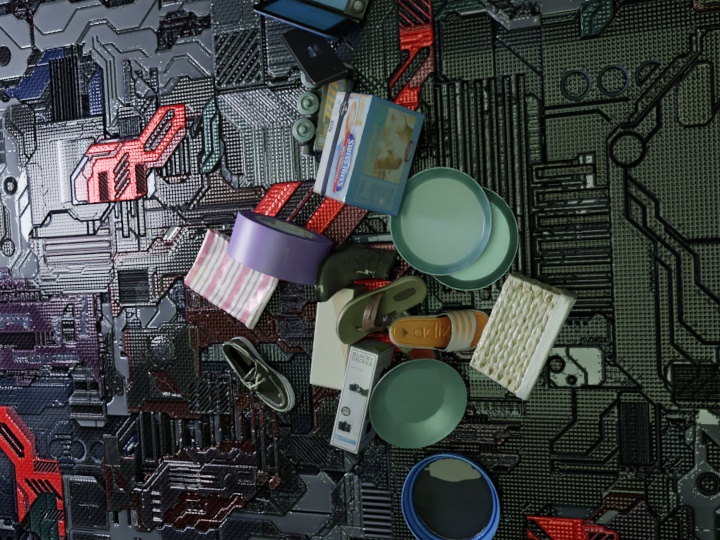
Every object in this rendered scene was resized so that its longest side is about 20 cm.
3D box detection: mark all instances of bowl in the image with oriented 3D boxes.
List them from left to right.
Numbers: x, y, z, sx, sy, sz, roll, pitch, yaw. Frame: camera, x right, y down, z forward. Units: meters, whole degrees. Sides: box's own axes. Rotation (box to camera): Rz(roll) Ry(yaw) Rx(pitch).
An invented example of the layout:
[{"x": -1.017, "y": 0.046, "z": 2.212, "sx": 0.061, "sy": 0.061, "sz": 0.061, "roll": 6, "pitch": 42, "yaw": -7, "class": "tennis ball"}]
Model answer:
[{"x": 0.181, "y": 0.462, "z": 1.312, "sx": 0.196, "sy": 0.039, "sz": 0.205, "roll": 1, "pitch": 93, "yaw": 18, "class": "bowl"}]

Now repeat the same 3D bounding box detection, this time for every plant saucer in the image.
[{"x": 0.111, "y": 0.254, "z": 1.294, "sx": 0.196, "sy": 0.039, "sz": 0.205, "roll": -3, "pitch": 113, "yaw": -8, "class": "plant saucer"}, {"x": 0.154, "y": -0.094, "z": 1.262, "sx": 0.196, "sy": 0.027, "sz": 0.205, "roll": 1, "pitch": 94, "yaw": 18, "class": "plant saucer"}, {"x": 0.208, "y": -0.064, "z": 1.282, "sx": 0.196, "sy": 0.027, "sz": 0.205, "roll": 1, "pitch": 93, "yaw": 17, "class": "plant saucer"}]

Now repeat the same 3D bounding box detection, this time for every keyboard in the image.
[{"x": -0.072, "y": -0.437, "z": 1.307, "sx": 0.125, "sy": 0.021, "sz": 0.202, "roll": -24, "pitch": 54, "yaw": -7, "class": "keyboard"}]

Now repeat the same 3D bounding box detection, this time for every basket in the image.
[{"x": 0.298, "y": 0.111, "z": 1.208, "sx": 0.122, "sy": 0.135, "sz": 0.203, "roll": 26, "pitch": 101, "yaw": 18, "class": "basket"}]

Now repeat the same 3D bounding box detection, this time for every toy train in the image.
[{"x": -0.070, "y": -0.327, "z": 1.333, "sx": 0.112, "sy": 0.085, "sz": 0.204, "roll": 10, "pitch": 93, "yaw": 3, "class": "toy train"}]

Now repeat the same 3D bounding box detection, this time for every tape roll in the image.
[{"x": -0.160, "y": -0.047, "z": 1.309, "sx": 0.197, "sy": 0.200, "sz": 0.087, "roll": 21, "pitch": 98, "yaw": 15, "class": "tape roll"}]

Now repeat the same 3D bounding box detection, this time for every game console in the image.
[{"x": -0.087, "y": -0.555, "z": 1.302, "sx": 0.197, "sy": 0.118, "sz": 0.174, "roll": 23, "pitch": 100, "yaw": 15, "class": "game console"}]

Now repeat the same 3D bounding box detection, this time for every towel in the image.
[{"x": -0.282, "y": 0.018, "z": 1.442, "sx": 0.198, "sy": 0.030, "sz": 0.148, "roll": 32, "pitch": 103, "yaw": 13, "class": "towel"}]

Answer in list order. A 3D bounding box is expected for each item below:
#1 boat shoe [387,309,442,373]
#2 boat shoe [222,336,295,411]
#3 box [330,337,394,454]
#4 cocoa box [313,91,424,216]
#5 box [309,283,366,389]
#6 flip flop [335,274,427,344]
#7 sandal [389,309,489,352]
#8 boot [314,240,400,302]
[{"x": 0.092, "y": 0.121, "z": 1.310, "sx": 0.071, "sy": 0.062, "sz": 0.202, "roll": -34, "pitch": 84, "yaw": 14, "class": "boat shoe"}, {"x": -0.224, "y": 0.229, "z": 1.416, "sx": 0.200, "sy": 0.064, "sz": 0.071, "roll": 44, "pitch": 104, "yaw": 11, "class": "boat shoe"}, {"x": 0.006, "y": 0.246, "z": 1.315, "sx": 0.059, "sy": 0.116, "sz": 0.204, "roll": 14, "pitch": 96, "yaw": 19, "class": "box"}, {"x": 0.014, "y": -0.222, "z": 1.256, "sx": 0.131, "sy": 0.131, "sz": 0.204, "roll": 27, "pitch": 104, "yaw": 55, "class": "cocoa box"}, {"x": -0.045, "y": 0.129, "z": 1.339, "sx": 0.076, "sy": 0.095, "sz": 0.205, "roll": 7, "pitch": 97, "yaw": 16, "class": "box"}, {"x": 0.039, "y": 0.078, "z": 1.248, "sx": 0.197, "sy": 0.058, "sz": 0.082, "roll": -27, "pitch": 117, "yaw": 9, "class": "flip flop"}, {"x": 0.158, "y": 0.121, "z": 1.256, "sx": 0.202, "sy": 0.059, "sz": 0.081, "roll": -4, "pitch": 91, "yaw": -9, "class": "sandal"}, {"x": 0.000, "y": 0.000, "z": 1.268, "sx": 0.128, "sy": 0.200, "sz": 0.069, "roll": 9, "pitch": 122, "yaw": 21, "class": "boot"}]
